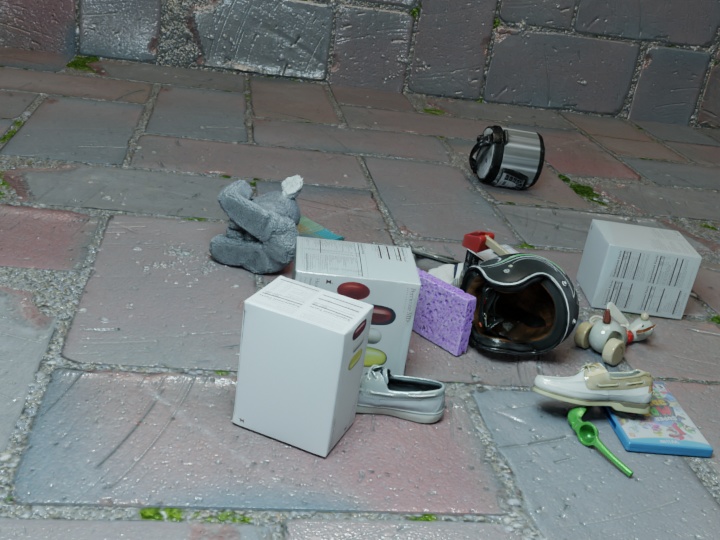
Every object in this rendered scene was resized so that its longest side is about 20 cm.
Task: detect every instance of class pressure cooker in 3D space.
[{"bbox_3d":[0.423,-0.337,2.523,0.199,0.176,0.179,7,19,-12],"label":"pressure cooker"}]

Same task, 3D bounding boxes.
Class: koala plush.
[{"bbox_3d":[-0.185,-0.101,1.772,0.183,0.178,0.200,23,31,8],"label":"koala plush"}]

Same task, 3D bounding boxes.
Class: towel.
[{"bbox_3d":[-0.150,-0.093,1.952,0.146,0.022,0.200,-12,31,-41],"label":"towel"}]

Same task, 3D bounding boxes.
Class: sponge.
[{"bbox_3d":[0.123,0.064,1.575,0.030,0.112,0.200,-12,30,-42],"label":"sponge"}]

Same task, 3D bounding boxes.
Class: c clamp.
[{"bbox_3d":[0.138,-0.039,1.858,0.170,0.027,0.200,14,2,23],"label":"c clamp"}]

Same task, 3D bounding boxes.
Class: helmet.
[{"bbox_3d":[0.296,0.060,1.558,0.190,0.201,0.200,-1,25,-14],"label":"helmet"}]

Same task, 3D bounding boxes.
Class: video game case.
[{"bbox_3d":[0.475,0.239,1.419,0.143,0.018,0.200,6,24,-8],"label":"video game case"}]

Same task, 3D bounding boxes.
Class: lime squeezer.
[{"bbox_3d":[0.363,0.253,1.342,0.071,0.038,0.200,36,17,-16],"label":"lime squeezer"}]

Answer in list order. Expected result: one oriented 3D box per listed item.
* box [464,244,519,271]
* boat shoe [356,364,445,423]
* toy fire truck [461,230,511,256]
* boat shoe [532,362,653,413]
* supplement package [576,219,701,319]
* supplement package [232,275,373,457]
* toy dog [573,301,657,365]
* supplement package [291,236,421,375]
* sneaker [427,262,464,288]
[{"bbox_3d":[0.325,0.013,1.829,0.116,0.060,0.200,-5,27,-28],"label":"box"},{"bbox_3d":[0.035,0.181,1.326,0.200,0.072,0.070,10,23,2],"label":"boat shoe"},{"bbox_3d":[0.287,0.015,1.709,0.200,0.141,0.049,28,30,37],"label":"toy fire truck"},{"bbox_3d":[0.376,0.183,1.382,0.199,0.069,0.075,9,4,-11],"label":"boat shoe"},{"bbox_3d":[0.598,-0.004,1.852,0.199,0.151,0.152,8,24,-3],"label":"supplement package"},{"bbox_3d":[-0.084,0.136,1.225,0.155,0.201,0.111,17,25,18],"label":"supplement package"},{"bbox_3d":[0.496,0.104,1.637,0.132,0.097,0.200,20,26,23],"label":"toy dog"},{"bbox_3d":[-0.019,0.065,1.421,0.199,0.192,0.147,5,24,-6],"label":"supplement package"},{"bbox_3d":[0.161,0.040,1.714,0.080,0.077,0.200,2,17,14],"label":"sneaker"}]
